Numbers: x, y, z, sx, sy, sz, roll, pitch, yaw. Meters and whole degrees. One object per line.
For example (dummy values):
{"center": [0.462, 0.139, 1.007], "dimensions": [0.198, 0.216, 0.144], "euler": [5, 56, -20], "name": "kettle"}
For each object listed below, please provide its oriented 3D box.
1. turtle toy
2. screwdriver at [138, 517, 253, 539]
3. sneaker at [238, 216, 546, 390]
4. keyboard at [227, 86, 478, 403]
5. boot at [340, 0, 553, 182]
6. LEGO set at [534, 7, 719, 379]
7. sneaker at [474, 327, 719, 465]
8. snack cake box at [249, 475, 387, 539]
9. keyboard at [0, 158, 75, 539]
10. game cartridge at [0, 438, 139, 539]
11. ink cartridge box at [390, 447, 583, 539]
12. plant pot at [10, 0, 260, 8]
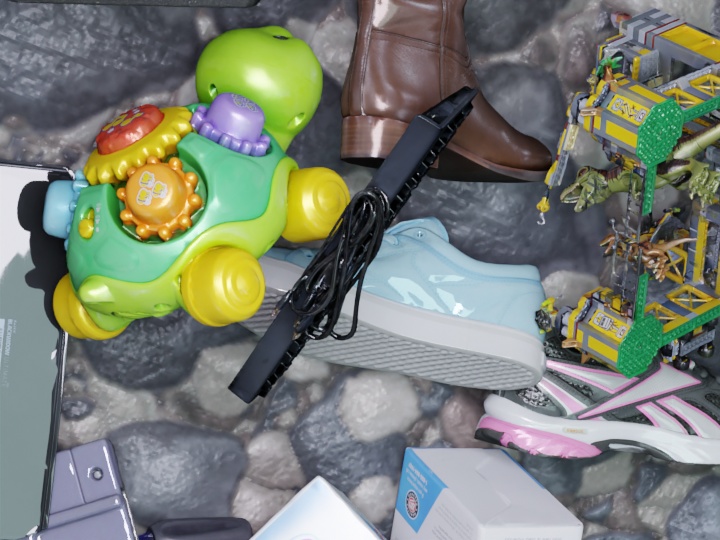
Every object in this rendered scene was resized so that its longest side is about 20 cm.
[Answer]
{"center": [-0.084, -0.047, 1.481], "dimensions": [0.200, 0.145, 0.101], "euler": [-45, 115, -37], "name": "turtle toy"}
{"center": [-0.155, 0.157, 1.590], "dimensions": [0.199, 0.028, 0.029], "euler": [-5, 139, -18], "name": "screwdriver"}
{"center": [0.010, 0.007, 1.591], "dimensions": [0.199, 0.074, 0.082], "euler": [16, 63, -17], "name": "sneaker"}
{"center": [0.000, 0.000, 1.459], "dimensions": [0.040, 0.104, 0.200], "euler": [39, 119, 8], "name": "keyboard"}
{"center": [0.056, -0.151, 1.547], "dimensions": [0.186, 0.064, 0.202], "euler": [8, 84, -57], "name": "boot"}
{"center": [0.146, -0.051, 1.582], "dimensions": [0.153, 0.116, 0.201], "euler": [-31, 133, -32], "name": "LEGO set"}
{"center": [0.165, 0.064, 1.660], "dimensions": [0.199, 0.080, 0.087], "euler": [3, 97, -29], "name": "sneaker"}
{"center": [-0.067, 0.208, 1.584], "dimensions": [0.200, 0.115, 0.067], "euler": [-44, 79, -2], "name": "snack cake box"}
{"center": [-0.216, 0.040, 1.499], "dimensions": [0.126, 0.021, 0.202], "euler": [6, 90, -16], "name": "keyboard"}
{"center": [-0.168, 0.203, 1.520], "dimensions": [0.129, 0.038, 0.201], "euler": [-16, 79, -2], "name": "game cartridge"}
{"center": [0.060, 0.215, 1.646], "dimensions": [0.067, 0.116, 0.201], "euler": [2, 109, -23], "name": "ink cartridge box"}
{"center": [-0.116, -0.235, 1.383], "dimensions": [0.198, 0.200, 0.178], "euler": [-1, 121, -22], "name": "plant pot"}
